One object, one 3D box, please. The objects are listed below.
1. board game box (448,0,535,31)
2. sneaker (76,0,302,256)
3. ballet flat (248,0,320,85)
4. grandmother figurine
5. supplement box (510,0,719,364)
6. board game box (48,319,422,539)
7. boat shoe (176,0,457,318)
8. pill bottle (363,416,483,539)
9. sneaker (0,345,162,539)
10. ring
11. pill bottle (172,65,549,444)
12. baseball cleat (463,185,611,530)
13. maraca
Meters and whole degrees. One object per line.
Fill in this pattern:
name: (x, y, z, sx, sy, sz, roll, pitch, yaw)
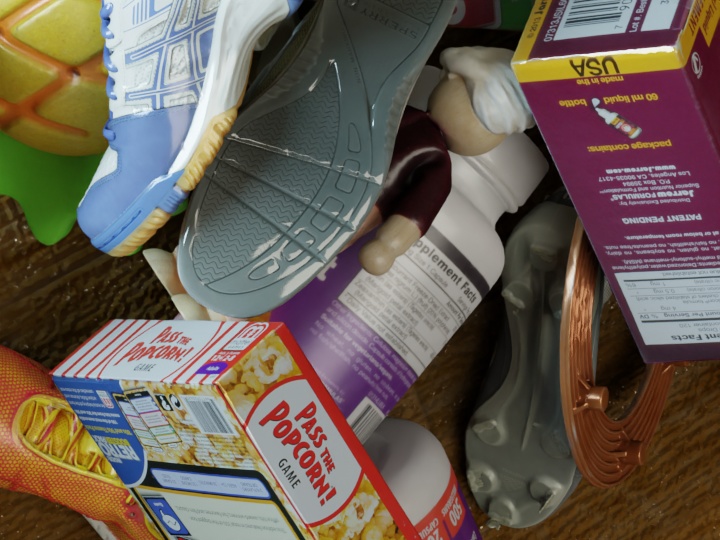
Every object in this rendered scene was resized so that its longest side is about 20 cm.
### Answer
board game box: (0.099, -0.169, 1.360, 0.200, 0.030, 0.096, 1, 104, -29)
sneaker: (-0.084, -0.104, 1.133, 0.088, 0.075, 0.200, 26, 104, -13)
ballet flat: (-0.042, -0.120, 1.235, 0.069, 0.069, 0.200, -42, 150, -10)
grandmother figurine: (-0.003, -0.040, 1.234, 0.200, 0.121, 0.061, -33, 146, -2)
supplement box: (0.155, -0.063, 1.260, 0.200, 0.086, 0.110, 61, 38, -37)
board game box: (-0.040, 0.114, 1.205, 0.046, 0.151, 0.200, -42, 113, -27)
boat shoe: (-0.019, -0.067, 1.187, 0.074, 0.065, 0.202, 27, 79, -4)
pill bottle: (0.022, 0.182, 1.371, 0.112, 0.112, 0.200, -31, 116, -15)
sneaker: (-0.133, 0.084, 1.279, 0.200, 0.077, 0.073, 30, 62, -34)
ring: (0.144, 0.014, 1.368, 0.200, 0.019, 0.201, 6, 90, -67)
pill bottle: (0.000, 0.000, 1.309, 0.111, 0.111, 0.200, 43, 83, -29)
baseball cleat: (0.106, 0.042, 1.399, 0.106, 0.070, 0.200, -48, 155, -50)
maraca: (-0.135, -0.103, 1.209, 0.107, 0.137, 0.200, -35, 126, -52)
